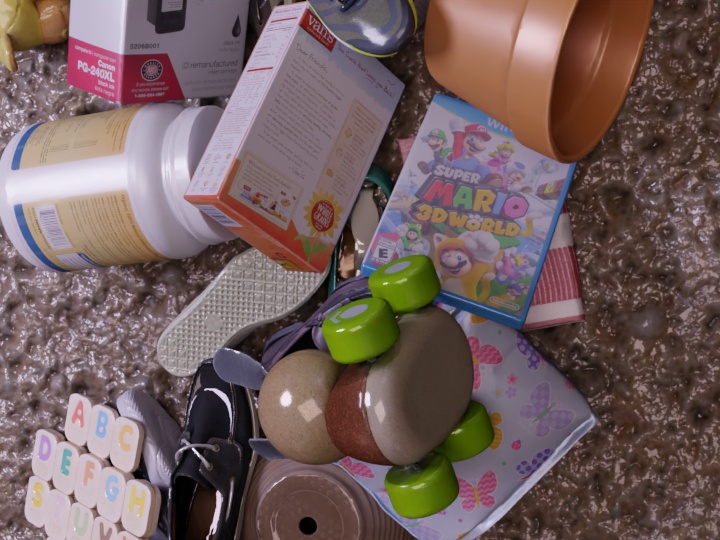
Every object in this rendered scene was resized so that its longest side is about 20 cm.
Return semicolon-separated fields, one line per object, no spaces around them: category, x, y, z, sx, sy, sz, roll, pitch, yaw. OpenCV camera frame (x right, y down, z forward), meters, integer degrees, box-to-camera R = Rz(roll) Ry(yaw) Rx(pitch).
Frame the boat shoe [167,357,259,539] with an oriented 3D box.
boat shoe;-0.139;0.177;1.089;0.072;0.068;0.201;1;79;20

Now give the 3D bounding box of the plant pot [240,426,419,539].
plant pot;-0.039;0.229;1.119;0.200;0.093;0.201;1;93;13

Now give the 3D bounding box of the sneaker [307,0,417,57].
sneaker;-0.034;-0.251;0.972;0.200;0.081;0.074;45;101;8

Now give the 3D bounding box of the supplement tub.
supplement tub;-0.214;-0.077;1.099;0.200;0.145;0.145;-6;92;22

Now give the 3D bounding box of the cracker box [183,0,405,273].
cracker box;-0.054;-0.116;1.049;0.058;0.134;0.200;5;65;48

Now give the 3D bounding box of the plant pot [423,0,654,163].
plant pot;0.146;-0.206;1.017;0.140;0.200;0.201;22;97;26

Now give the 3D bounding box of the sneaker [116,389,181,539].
sneaker;-0.214;0.223;1.163;0.114;0.075;0.200;-28;87;12

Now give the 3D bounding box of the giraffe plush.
giraffe plush;-0.318;-0.279;1.132;0.199;0.173;0.163;10;117;1

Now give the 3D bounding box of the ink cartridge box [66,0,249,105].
ink cartridge box;-0.175;-0.259;1.061;0.083;0.145;0.200;25;116;37

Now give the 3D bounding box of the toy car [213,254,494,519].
toy car;-0.020;0.100;0.959;0.200;0.158;0.165;-12;108;31

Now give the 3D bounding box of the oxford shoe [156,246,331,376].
oxford shoe;-0.111;0.028;1.139;0.200;0.058;0.075;-38;94;15

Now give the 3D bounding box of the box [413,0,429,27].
box;0.049;-0.302;1.056;0.097;0.124;0.200;44;100;7

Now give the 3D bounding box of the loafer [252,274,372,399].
loafer;-0.028;0.068;1.079;0.072;0.063;0.200;45;134;-12

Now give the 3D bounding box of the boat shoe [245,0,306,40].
boat shoe;-0.077;-0.245;1.118;0.066;0.072;0.201;-2;92;22

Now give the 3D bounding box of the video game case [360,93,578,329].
video game case;0.100;-0.056;1.032;0.143;0.018;0.200;19;59;7

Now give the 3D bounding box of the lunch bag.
lunch bag;0.080;0.132;1.065;0.170;0.127;0.200;43;94;-5

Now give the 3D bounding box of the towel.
towel;0.122;-0.040;1.108;0.144;0.023;0.201;-10;92;10

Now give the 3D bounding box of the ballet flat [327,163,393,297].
ballet flat;0.000;0.000;1.109;0.067;0.070;0.201;1;94;8

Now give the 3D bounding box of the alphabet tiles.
alphabet tiles;-0.264;0.227;1.154;0.200;0.015;0.196;16;97;42
